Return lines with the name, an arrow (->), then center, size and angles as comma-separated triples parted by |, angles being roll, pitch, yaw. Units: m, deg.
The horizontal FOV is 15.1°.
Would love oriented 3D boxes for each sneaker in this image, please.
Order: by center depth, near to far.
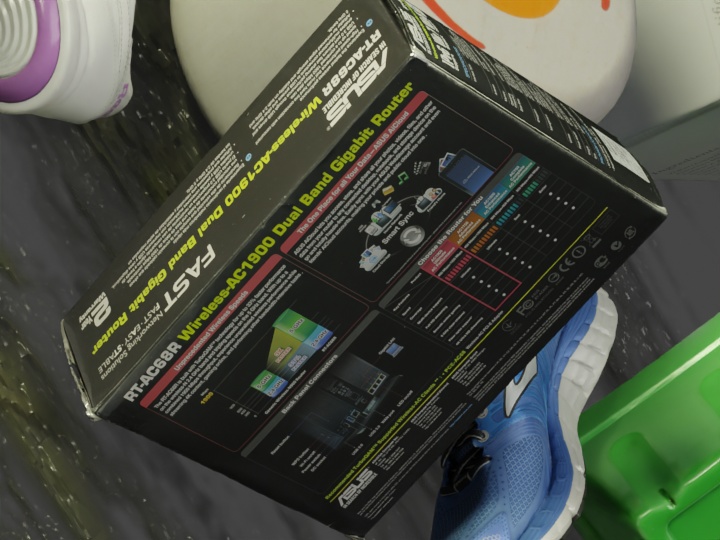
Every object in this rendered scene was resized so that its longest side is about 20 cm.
sneaker -> -0.138, -0.151, 1.108 | 0.100, 0.075, 0.200 | 16, 61, -63
sneaker -> 0.051, 0.064, 1.212 | 0.089, 0.079, 0.200 | 37, 42, -21

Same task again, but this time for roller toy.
roller toy -> 0.016, -0.110, 1.186 | 0.182, 0.140, 0.200 | -20, 78, -46

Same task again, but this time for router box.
router box -> 0.000, 0.000, 1.085 | 0.150, 0.200, 0.062 | 29, 21, -37

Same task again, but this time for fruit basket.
fruit basket -> 0.193, 0.116, 1.311 | 0.216, 0.155, 0.216 | 54, 1, -1

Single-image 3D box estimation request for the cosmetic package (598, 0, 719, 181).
cosmetic package -> 0.194, -0.146, 1.368 | 0.200, 0.165, 0.165 | -2, 75, -47
